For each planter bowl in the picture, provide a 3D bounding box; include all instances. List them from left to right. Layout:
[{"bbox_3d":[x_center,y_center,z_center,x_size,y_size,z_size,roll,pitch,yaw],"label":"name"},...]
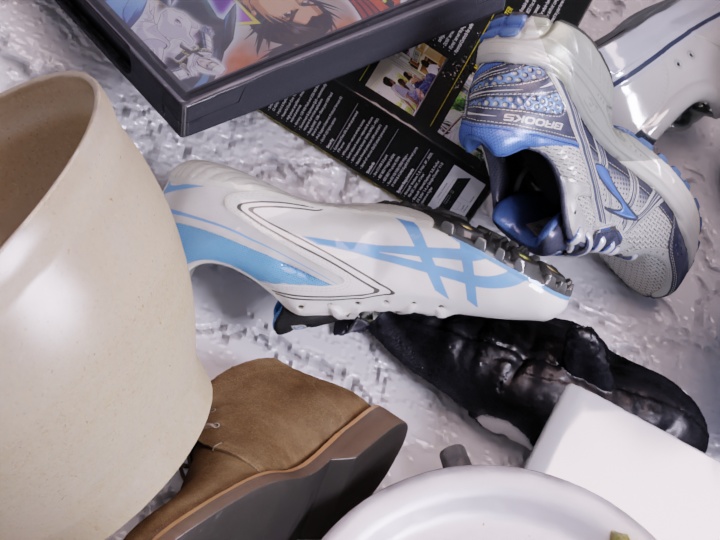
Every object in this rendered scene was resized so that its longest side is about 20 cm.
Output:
[{"bbox_3d":[-0.144,0.037,0.985,0.135,0.199,0.201,52,41,-22],"label":"planter bowl"}]

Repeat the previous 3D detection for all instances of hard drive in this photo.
[{"bbox_3d":[0.108,0.162,1.082,0.131,0.026,0.201,28,59,5],"label":"hard drive"}]

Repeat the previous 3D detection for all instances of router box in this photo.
[{"bbox_3d":[0.033,-0.131,1.300,0.149,0.051,0.201,33,46,-2],"label":"router box"}]

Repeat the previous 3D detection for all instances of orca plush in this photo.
[{"bbox_3d":[0.092,0.036,1.188,0.199,0.071,0.105,37,45,1],"label":"orca plush"}]

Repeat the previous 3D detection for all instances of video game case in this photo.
[{"bbox_3d":[-0.056,-0.160,1.233,0.199,0.026,0.181,-24,53,-29],"label":"video game case"}]

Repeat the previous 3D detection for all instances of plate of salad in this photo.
[{"bbox_3d":[0.063,0.170,1.027,0.198,0.048,0.202,5,60,-8],"label":"plate of salad"}]

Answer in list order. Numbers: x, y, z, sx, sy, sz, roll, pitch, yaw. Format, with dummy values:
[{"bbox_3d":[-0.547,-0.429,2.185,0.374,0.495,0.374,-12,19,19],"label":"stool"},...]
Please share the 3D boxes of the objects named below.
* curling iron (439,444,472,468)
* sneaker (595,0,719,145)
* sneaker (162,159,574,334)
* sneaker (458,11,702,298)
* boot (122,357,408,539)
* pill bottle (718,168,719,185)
[{"bbox_3d":[0.081,0.169,1.106,0.049,0.026,0.201,-14,64,-30],"label":"curling iron"},{"bbox_3d":[0.181,-0.116,1.377,0.200,0.073,0.071,-32,99,-43],"label":"sneaker"},{"bbox_3d":[0.000,0.000,1.145,0.198,0.073,0.072,12,7,1],"label":"sneaker"},{"bbox_3d":[0.102,-0.037,1.222,0.200,0.077,0.086,48,59,-40],"label":"sneaker"},{"bbox_3d":[-0.059,0.093,1.053,0.075,0.074,0.200,35,28,16],"label":"boot"},{"bbox_3d":[0.275,-0.097,1.311,0.103,0.200,0.105,15,49,-18],"label":"pill bottle"}]
